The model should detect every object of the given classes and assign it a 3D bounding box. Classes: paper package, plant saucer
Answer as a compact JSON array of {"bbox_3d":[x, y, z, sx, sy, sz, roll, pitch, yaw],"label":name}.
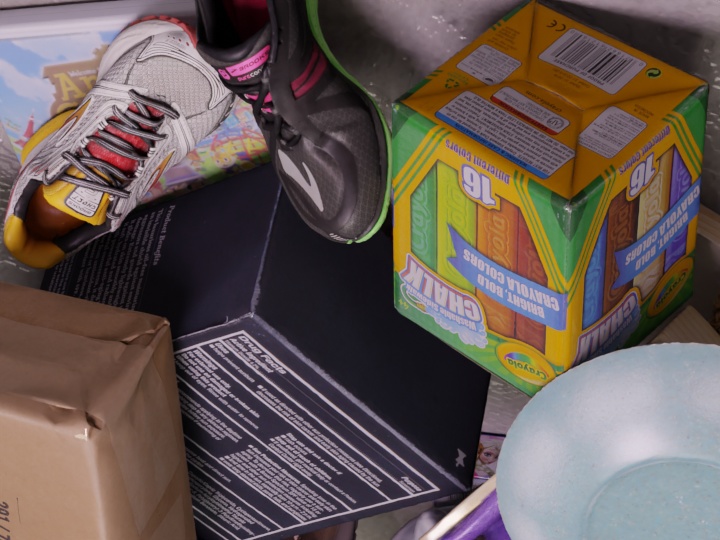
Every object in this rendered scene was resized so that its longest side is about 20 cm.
[{"bbox_3d":[-0.197,0.110,1.454,0.190,0.104,0.200,13,132,20],"label":"paper package"},{"bbox_3d":[0.170,0.128,1.375,0.200,0.039,0.201,4,126,6],"label":"plant saucer"}]

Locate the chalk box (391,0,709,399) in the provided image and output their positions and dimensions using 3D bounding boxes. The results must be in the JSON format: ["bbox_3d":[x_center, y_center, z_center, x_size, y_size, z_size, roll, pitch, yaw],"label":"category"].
[{"bbox_3d":[0.100,-0.019,1.399,0.125,0.124,0.200,31,142,30],"label":"chalk box"}]

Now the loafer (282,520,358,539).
[{"bbox_3d":[-0.042,0.181,1.612,0.071,0.200,0.073,11,136,-8],"label":"loafer"}]

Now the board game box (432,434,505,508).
[{"bbox_3d":[0.150,0.193,1.677,0.199,0.041,0.200,6,134,13],"label":"board game box"}]

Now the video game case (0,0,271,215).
[{"bbox_3d":[-0.110,-0.080,1.507,0.199,0.022,0.182,-2,132,20],"label":"video game case"}]

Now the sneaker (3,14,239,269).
[{"bbox_3d":[-0.133,-0.065,1.454,0.078,0.082,0.200,32,133,-15],"label":"sneaker"}]

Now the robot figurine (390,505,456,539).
[{"bbox_3d":[0.061,0.227,1.628,0.169,0.113,0.200,-11,139,-18],"label":"robot figurine"}]

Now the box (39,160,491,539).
[{"bbox_3d":[-0.059,0.055,1.528,0.198,0.123,0.200,-17,136,37],"label":"box"}]

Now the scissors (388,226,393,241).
[{"bbox_3d":[0.000,0.000,1.558,0.200,0.014,0.073,-10,135,29],"label":"scissors"}]

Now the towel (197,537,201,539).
[{"bbox_3d":[-0.161,0.127,1.618,0.200,0.148,0.050,44,94,4],"label":"towel"}]

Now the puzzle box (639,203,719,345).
[{"bbox_3d":[0.214,0.038,1.516,0.200,0.025,0.133,31,134,-13],"label":"puzzle box"}]

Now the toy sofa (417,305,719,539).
[{"bbox_3d":[0.130,0.117,1.437,0.083,0.098,0.200,49,121,4],"label":"toy sofa"}]

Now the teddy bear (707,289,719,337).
[{"bbox_3d":[0.245,0.051,1.465,0.145,0.067,0.200,25,130,-21],"label":"teddy bear"}]

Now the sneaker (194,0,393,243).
[{"bbox_3d":[-0.048,-0.103,1.372,0.077,0.084,0.200,-22,94,37],"label":"sneaker"}]
